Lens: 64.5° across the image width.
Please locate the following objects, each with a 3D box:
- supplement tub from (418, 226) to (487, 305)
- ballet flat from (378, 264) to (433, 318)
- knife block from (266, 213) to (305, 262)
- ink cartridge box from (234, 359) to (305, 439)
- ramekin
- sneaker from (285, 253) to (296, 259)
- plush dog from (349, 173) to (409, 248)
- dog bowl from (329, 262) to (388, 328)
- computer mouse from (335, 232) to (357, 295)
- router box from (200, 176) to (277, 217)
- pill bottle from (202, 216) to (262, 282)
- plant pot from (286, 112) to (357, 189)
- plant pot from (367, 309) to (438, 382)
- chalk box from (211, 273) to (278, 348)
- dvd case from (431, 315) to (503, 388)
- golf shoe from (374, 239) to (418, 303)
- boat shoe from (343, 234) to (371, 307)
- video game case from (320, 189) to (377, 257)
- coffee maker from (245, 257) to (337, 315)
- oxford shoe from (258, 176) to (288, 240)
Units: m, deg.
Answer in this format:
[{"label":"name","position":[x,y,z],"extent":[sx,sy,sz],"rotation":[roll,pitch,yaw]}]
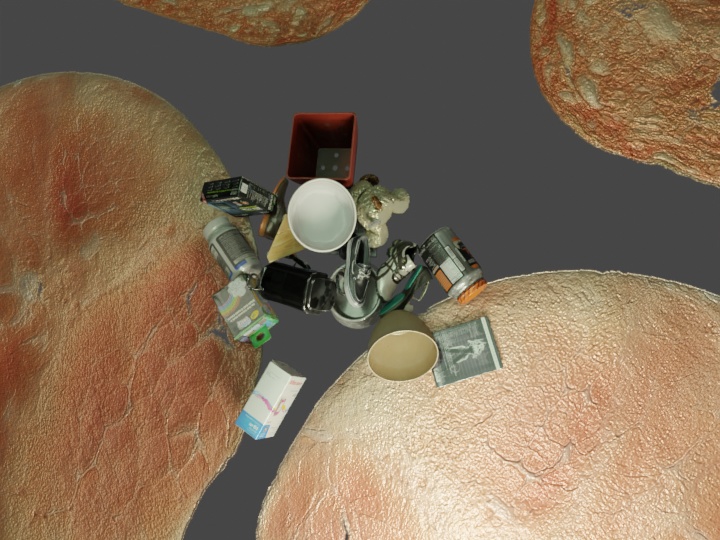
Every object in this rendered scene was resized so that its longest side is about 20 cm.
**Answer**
[{"label":"supplement tub","position":[0.263,-0.012,1.614],"extent":[0.121,0.123,0.202],"rotation":[-36,74,3]},{"label":"ballet flat","position":[0.140,0.077,1.653],"extent":[0.068,0.068,0.201],"rotation":[42,87,-12]},{"label":"knife block","position":[-0.170,-0.086,1.708],"extent":[0.172,0.064,0.205],"rotation":[25,85,-9]},{"label":"ink cartridge box","position":[-0.254,0.370,1.638],"extent":[0.083,0.145,0.204],"rotation":[28,85,16]},{"label":"ramekin","position":[-0.112,-0.155,1.629],"extent":[0.193,0.105,0.208],"rotation":[0,91,-7]},{"label":"sneaker","position":[-0.197,-0.127,1.772],"extent":[0.076,0.078,0.204],"rotation":[26,88,2]},{"label":"plush dog","position":[0.022,-0.195,1.684],"extent":[0.170,0.160,0.203],"rotation":[30,86,39]},{"label":"dog bowl","position":[-0.013,0.067,1.693],"extent":[0.193,0.059,0.207],"rotation":[-3,78,13]},{"label":"computer mouse","position":[-0.042,-0.022,1.673],"extent":[0.057,0.034,0.206],"rotation":[14,68,-14]},{"label":"router box","position":[-0.373,-0.222,1.747],"extent":[0.196,0.148,0.064],"rotation":[0,75,40]},{"label":"pill bottle","position":[-0.402,-0.061,1.776],"extent":[0.113,0.114,0.202],"rotation":[-38,74,2]},{"label":"plant pot","position":[-0.096,-0.344,1.735],"extent":[0.193,0.176,0.207],"rotation":[3,79,14]},{"label":"plant pot","position":[0.111,0.190,1.588],"extent":[0.194,0.203,0.137],"rotation":[-15,40,8]},{"label":"chalk box","position":[-0.334,0.135,1.717],"extent":[0.123,0.124,0.203],"rotation":[-33,74,2]},{"label":"dvd case","position":[0.288,0.230,1.614],"extent":[0.194,0.016,0.153],"rotation":[-18,74,9]},{"label":"golf shoe","position":[0.106,-0.002,1.636],"extent":[0.093,0.078,0.205],"rotation":[0,61,42]},{"label":"boat shoe","position":[0.000,0.000,1.627],"extent":[0.067,0.070,0.207],"rotation":[-17,66,53]},{"label":"video game case","position":[-0.026,-0.147,1.759],"extent":[0.176,0.022,0.207],"rotation":[4,80,13]},{"label":"coffee maker","position":[-0.194,0.056,1.638],"extent":[0.196,0.190,0.139],"rotation":[12,114,40]},{"label":"oxford shoe","position":[-0.258,-0.194,1.805],"extent":[0.071,0.071,0.206],"rotation":[19,87,-5]}]
